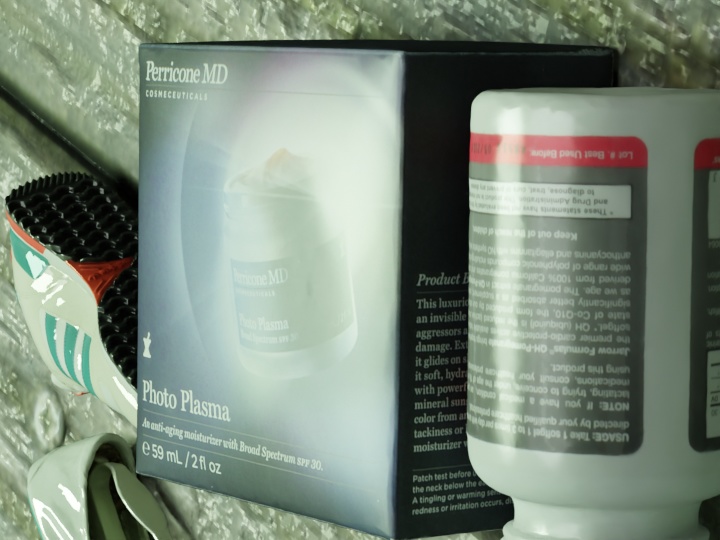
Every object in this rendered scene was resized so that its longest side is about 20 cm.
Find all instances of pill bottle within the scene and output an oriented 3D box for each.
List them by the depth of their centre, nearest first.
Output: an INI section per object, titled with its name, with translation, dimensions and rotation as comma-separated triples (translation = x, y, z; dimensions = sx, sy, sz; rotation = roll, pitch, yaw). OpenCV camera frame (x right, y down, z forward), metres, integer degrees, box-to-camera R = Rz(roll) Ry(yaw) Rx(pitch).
[pill bottle]
translation = 0.096, 0.030, 1.057
dimensions = 0.111, 0.110, 0.201
rotation = 7, 98, 53

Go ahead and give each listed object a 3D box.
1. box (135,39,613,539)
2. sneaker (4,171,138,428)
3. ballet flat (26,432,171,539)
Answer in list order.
[box]
translation = 0.000, 0.000, 1.176
dimensions = 0.200, 0.123, 0.199
rotation = 7, 97, 52
[sneaker]
translation = -0.121, 0.038, 1.401
dimensions = 0.200, 0.070, 0.094
rotation = 48, 147, 37
[ballet flat]
translation = -0.117, 0.171, 1.404
dimensions = 0.069, 0.069, 0.201
rotation = -49, 54, 43
